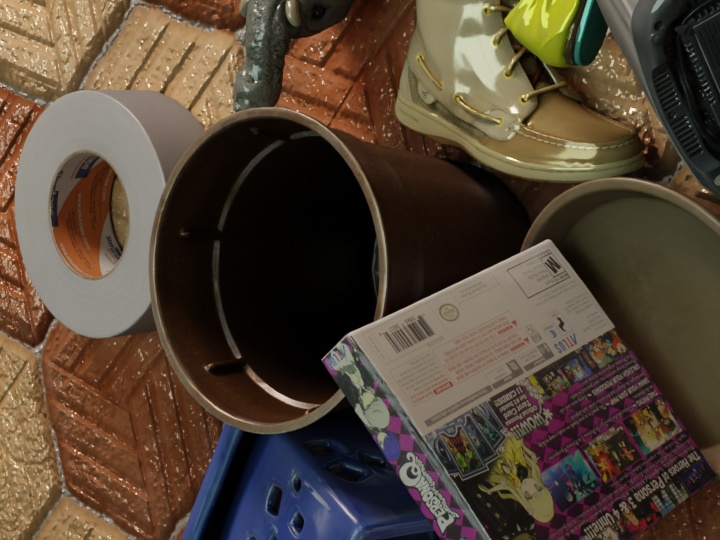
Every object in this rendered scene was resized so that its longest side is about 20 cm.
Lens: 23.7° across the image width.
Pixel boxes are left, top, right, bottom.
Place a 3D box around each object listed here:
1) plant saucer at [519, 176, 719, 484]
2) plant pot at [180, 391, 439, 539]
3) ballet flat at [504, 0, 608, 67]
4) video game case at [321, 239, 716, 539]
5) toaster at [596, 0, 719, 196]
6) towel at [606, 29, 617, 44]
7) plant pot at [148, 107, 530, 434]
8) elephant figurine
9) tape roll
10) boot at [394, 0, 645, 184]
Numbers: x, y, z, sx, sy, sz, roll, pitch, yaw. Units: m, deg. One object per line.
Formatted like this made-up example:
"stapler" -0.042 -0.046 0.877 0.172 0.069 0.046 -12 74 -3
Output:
"plant saucer" 0.180 0.036 1.054 0.200 0.029 0.201 22 123 37
"plant pot" -0.005 0.186 1.163 0.180 0.200 0.201 43 123 39
"ballet flat" 0.141 -0.219 1.010 0.067 0.067 0.201 30 105 26
"video game case" 0.097 0.087 0.992 0.182 0.200 0.036 55 133 10
"toaster" 0.191 -0.146 0.937 0.113 0.200 0.129 -30 42 7
"towel" 0.162 -0.259 1.062 0.146 0.030 0.200 -42 66 37
"plant pot" 0.000 0.000 1.121 0.200 0.198 0.201 0 90 39
"elephant figurine" -0.034 -0.231 1.191 0.142 0.155 0.201 -107 6 -57
"tape roll" -0.197 -0.047 1.398 0.200 0.066 0.201 6 98 43
"boot" 0.102 -0.148 1.092 0.200 0.073 0.156 27 123 44
